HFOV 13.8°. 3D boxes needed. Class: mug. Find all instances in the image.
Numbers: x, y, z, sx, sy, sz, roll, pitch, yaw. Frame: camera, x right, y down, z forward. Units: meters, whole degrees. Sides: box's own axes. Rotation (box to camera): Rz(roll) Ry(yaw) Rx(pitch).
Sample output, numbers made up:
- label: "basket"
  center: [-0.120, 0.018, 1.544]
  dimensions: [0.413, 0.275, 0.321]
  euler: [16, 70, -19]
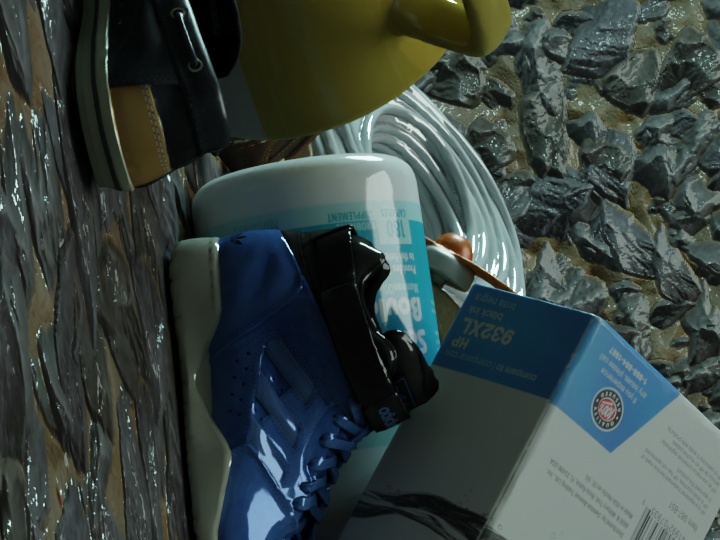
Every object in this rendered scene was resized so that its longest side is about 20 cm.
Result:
- label: "mug"
  center: [-0.026, -0.168, 1.345]
  dimensions: [0.150, 0.186, 0.154]
  euler: [-81, 156, -43]

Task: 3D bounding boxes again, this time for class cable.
- label: "cable"
  center: [0.016, -0.034, 1.732]
  dimensions: [0.200, 0.069, 0.201]
  euler: [32, 35, -44]

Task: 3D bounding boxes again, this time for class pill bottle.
- label: "pill bottle"
  center: [-0.014, 0.051, 1.414]
  dimensions: [0.111, 0.110, 0.201]
  euler: [46, 35, -82]

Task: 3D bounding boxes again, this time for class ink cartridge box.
- label: "ink cartridge box"
  center: [0.071, 0.131, 1.362]
  dimensions: [0.145, 0.083, 0.201]
  euler: [41, 72, -43]

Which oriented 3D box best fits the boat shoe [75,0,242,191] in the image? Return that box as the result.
- label: "boat shoe"
  center: [-0.079, -0.102, 1.204]
  dimensions: [0.200, 0.062, 0.075]
  euler: [-95, 173, -55]

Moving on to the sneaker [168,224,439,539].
- label: "sneaker"
  center: [-0.018, 0.076, 1.311]
  dimensions: [0.077, 0.111, 0.201]
  euler: [68, 14, -72]

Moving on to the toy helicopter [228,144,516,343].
- label: "toy helicopter"
  center: [0.000, 0.000, 1.601]
  dimensions: [0.201, 0.132, 0.079]
  euler: [58, -4, 0]

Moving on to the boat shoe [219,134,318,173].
- label: "boat shoe"
  center: [-0.015, -0.131, 1.530]
  dimensions: [0.200, 0.070, 0.070]
  euler: [-49, 136, -22]
